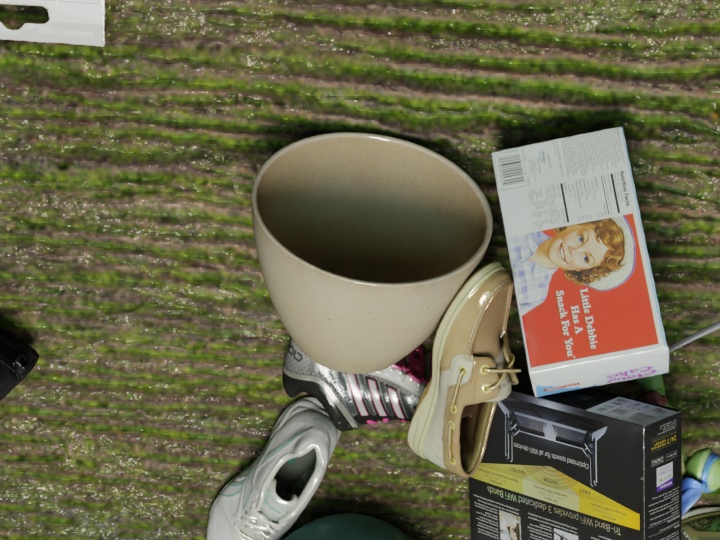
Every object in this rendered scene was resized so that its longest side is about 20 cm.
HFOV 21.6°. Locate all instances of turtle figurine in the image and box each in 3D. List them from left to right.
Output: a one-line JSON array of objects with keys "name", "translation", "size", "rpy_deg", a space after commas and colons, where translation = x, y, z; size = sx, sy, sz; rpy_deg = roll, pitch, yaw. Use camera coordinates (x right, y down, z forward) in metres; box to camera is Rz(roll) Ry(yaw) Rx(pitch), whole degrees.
[{"name": "turtle figurine", "translation": [0.242, 0.139, 1.666], "size": [0.193, 0.201, 0.144], "rpy_deg": [9, 144, 24]}]

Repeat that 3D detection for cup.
[{"name": "cup", "translation": [0.000, 0.000, 1.578], "size": [0.199, 0.201, 0.144], "rpy_deg": [10, 130, -1]}]

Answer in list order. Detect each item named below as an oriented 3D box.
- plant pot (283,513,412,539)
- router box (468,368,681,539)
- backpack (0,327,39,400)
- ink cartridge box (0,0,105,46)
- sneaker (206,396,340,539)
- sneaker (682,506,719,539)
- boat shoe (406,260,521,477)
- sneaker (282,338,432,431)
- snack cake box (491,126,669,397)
[{"name": "plant pot", "translation": [-0.011, 0.313, 1.696], "size": [0.199, 0.161, 0.202], "rpy_deg": [0, 114, 0]}, {"name": "router box", "translation": [0.176, 0.177, 1.580], "size": [0.199, 0.052, 0.158], "rpy_deg": [13, 111, 45]}, {"name": "backpack", "translation": [-0.407, 0.062, 1.632], "size": [0.153, 0.163, 0.200], "rpy_deg": [-36, 99, 30]}, {"name": "ink cartridge box", "translation": [-0.282, -0.291, 1.547], "size": [0.160, 0.050, 0.201], "rpy_deg": [4, 115, 1]}, {"name": "sneaker", "translation": [-0.086, 0.208, 1.708], "size": [0.070, 0.080, 0.201], "rpy_deg": [27, 111, -9]}, {"name": "sneaker", "translation": [0.341, 0.254, 1.696], "size": [0.199, 0.089, 0.077], "rpy_deg": [-27, 108, 13]}, {"name": "boat shoe", "translation": [0.097, 0.085, 1.556], "size": [0.066, 0.074, 0.201], "rpy_deg": [35, 131, 26]}, {"name": "sneaker", "translation": [0.016, 0.109, 1.669], "size": [0.199, 0.074, 0.088], "rpy_deg": [25, 114, -5]}, {"name": "snack cake box", "translation": [0.181, -0.008, 1.555], "size": [0.114, 0.067, 0.201], "rpy_deg": [-10, 68, 6]}]
